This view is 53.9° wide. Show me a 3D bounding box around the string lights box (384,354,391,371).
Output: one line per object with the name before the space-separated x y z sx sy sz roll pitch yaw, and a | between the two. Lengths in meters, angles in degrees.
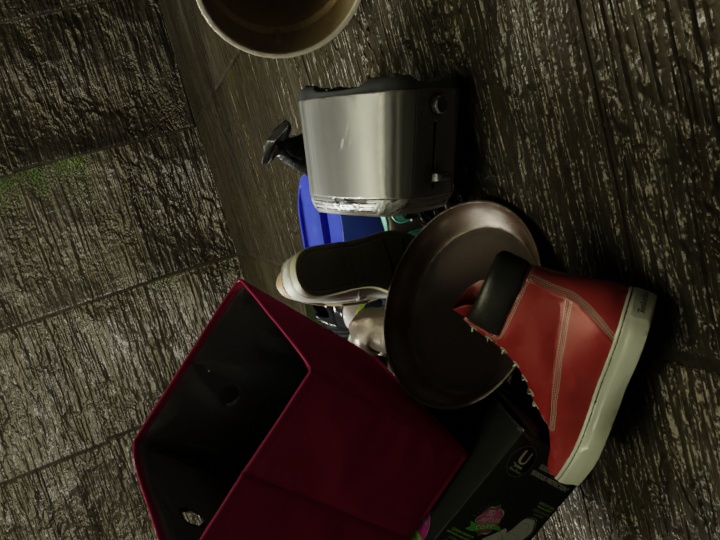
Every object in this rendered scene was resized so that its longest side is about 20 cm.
string lights box | 0.027 0.172 1.102 0.200 0.058 0.104 66 -179 -75

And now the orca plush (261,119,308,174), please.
orca plush | -0.023 -0.150 0.843 0.070 0.199 0.107 24 100 30

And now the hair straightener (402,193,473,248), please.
hair straightener | 0.081 -0.074 0.781 0.202 0.040 0.077 61 145 16

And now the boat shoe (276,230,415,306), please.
boat shoe | 0.000 0.000 0.781 0.068 0.197 0.076 -21 72 55

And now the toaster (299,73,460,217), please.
toaster | 0.012 -0.127 0.724 0.198 0.112 0.132 9 106 47

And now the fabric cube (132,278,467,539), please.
fabric cube | -0.063 0.165 0.661 0.198 0.202 0.196 34 -178 -35

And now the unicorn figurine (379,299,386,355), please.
unicorn figurine | 0.052 0.062 0.951 0.201 0.072 0.139 -115 30 -46

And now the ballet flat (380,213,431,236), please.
ballet flat | 0.058 -0.053 0.864 0.070 0.066 0.204 -54 -52 -80

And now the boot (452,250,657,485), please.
boot | 0.140 0.079 0.573 0.142 0.073 0.203 17 130 20

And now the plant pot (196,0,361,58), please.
plant pot | -0.106 -0.391 0.834 0.202 0.196 0.186 91 166 -49

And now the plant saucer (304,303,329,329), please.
plant saucer | -0.035 0.135 1.077 0.200 0.031 0.204 -21 -89 -88

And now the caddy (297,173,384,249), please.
caddy | -0.012 -0.069 0.983 0.141 0.103 0.204 -33 63 59

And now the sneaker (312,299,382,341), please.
sneaker | -0.024 0.049 0.959 0.200 0.082 0.073 125 169 -76

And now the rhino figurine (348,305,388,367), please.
rhino figurine | 0.069 0.066 0.808 0.198 0.061 0.087 -15 138 38

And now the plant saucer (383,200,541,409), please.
plant saucer | 0.099 0.034 0.684 0.199 0.032 0.204 -25 55 42

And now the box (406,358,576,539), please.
box | 0.095 0.208 0.713 0.124 0.201 0.149 33 -170 -36
